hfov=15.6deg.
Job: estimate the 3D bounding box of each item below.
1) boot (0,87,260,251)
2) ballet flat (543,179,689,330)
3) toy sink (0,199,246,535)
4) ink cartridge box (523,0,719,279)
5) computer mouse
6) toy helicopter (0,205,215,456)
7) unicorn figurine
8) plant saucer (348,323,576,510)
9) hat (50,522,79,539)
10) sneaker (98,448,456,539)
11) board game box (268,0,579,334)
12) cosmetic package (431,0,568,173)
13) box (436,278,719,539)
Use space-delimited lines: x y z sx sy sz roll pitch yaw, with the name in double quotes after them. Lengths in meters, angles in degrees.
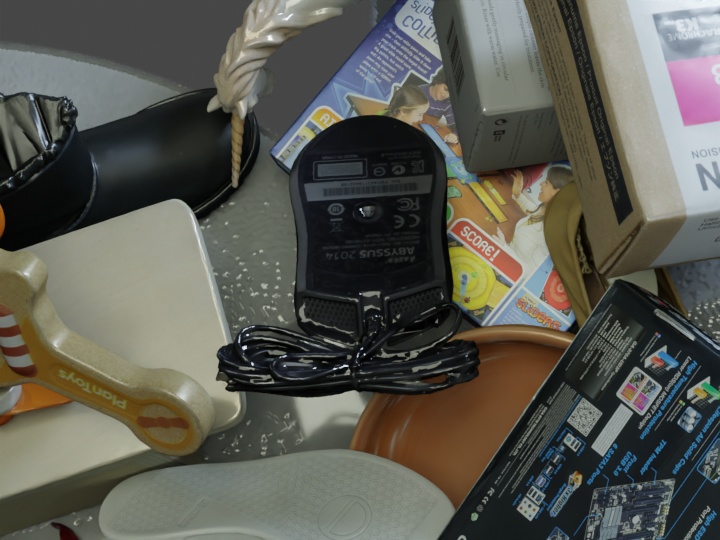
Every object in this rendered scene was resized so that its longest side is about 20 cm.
-0.158 -0.062 1.450 0.198 0.163 0.074 -23 74 2 "boot"
0.153 0.044 1.410 0.068 0.063 0.201 -26 90 -11 "ballet flat"
-0.157 0.059 1.451 0.199 0.112 0.131 -19 76 9 "toy sink"
0.201 -0.097 1.333 0.199 0.075 0.165 -9 70 -18 "ink cartridge box"
0.000 0.000 1.406 0.138 0.053 0.201 -1 46 7 "computer mouse"
-0.168 0.048 1.347 0.199 0.133 0.079 25 42 9 "toy helicopter"
-0.017 -0.160 1.468 0.074 0.138 0.200 42 127 -11 "unicorn figurine"
0.090 0.123 1.404 0.199 0.037 0.201 5 106 16 "plant saucer"
-0.110 0.277 1.444 0.165 0.176 0.201 4 118 10 "hat"
-0.034 0.155 1.412 0.199 0.099 0.071 -3 45 20 "sneaker"
0.067 -0.053 1.481 0.200 0.034 0.135 40 86 13 "board game box"
0.148 -0.128 1.435 0.199 0.085 0.108 -7 69 -8 "cosmetic package"
0.135 0.129 1.298 0.159 0.046 0.200 39 99 35 "box"
